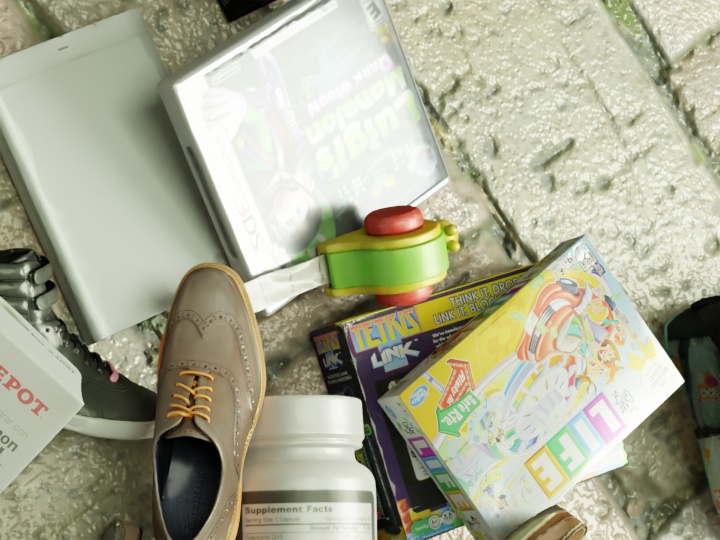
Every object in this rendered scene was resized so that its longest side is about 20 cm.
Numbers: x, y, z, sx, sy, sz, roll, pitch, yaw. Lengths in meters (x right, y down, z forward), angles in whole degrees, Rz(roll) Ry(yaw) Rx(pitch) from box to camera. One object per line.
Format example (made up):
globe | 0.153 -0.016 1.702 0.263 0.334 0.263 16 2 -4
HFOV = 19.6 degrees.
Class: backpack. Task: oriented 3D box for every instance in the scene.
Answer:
backpack | 0.346 0.111 1.600 0.176 0.153 0.201 -10 93 -33

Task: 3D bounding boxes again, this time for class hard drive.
hard drive | -0.170 -0.066 1.432 0.132 0.026 0.200 -25 93 -28

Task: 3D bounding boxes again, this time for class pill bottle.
pill bottle | -0.045 0.188 1.403 0.114 0.114 0.201 3 80 -27

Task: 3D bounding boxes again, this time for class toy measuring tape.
toy measuring tape | 0.000 0.000 1.446 0.200 0.074 0.074 -20 91 -39

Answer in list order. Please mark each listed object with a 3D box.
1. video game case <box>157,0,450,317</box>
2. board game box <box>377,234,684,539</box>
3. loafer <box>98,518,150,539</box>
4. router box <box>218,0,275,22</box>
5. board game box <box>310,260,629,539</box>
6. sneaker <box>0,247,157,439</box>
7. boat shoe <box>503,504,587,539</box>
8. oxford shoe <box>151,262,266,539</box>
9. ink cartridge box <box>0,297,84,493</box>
video game case | -0.034 -0.095 1.468 0.200 0.023 0.182 -37 117 -33
board game box | 0.125 0.086 1.489 0.200 0.034 0.135 -40 99 -27
loafer | -0.203 0.244 1.341 0.063 0.072 0.200 30 72 -12
router box | -0.003 -0.250 1.449 0.157 0.200 0.052 -29 94 -29
board game box | 0.080 0.094 1.517 0.200 0.057 0.166 -15 87 -28
sneaker | -0.198 0.044 1.359 0.200 0.071 0.099 18 96 -20
boat shoe | 0.094 0.254 1.421 0.074 0.076 0.200 37 85 21
oxford shoe | -0.099 0.089 1.338 0.071 0.073 0.201 0 77 2
ink cartridge box | -0.287 0.096 1.274 0.145 0.083 0.200 43 89 -13
